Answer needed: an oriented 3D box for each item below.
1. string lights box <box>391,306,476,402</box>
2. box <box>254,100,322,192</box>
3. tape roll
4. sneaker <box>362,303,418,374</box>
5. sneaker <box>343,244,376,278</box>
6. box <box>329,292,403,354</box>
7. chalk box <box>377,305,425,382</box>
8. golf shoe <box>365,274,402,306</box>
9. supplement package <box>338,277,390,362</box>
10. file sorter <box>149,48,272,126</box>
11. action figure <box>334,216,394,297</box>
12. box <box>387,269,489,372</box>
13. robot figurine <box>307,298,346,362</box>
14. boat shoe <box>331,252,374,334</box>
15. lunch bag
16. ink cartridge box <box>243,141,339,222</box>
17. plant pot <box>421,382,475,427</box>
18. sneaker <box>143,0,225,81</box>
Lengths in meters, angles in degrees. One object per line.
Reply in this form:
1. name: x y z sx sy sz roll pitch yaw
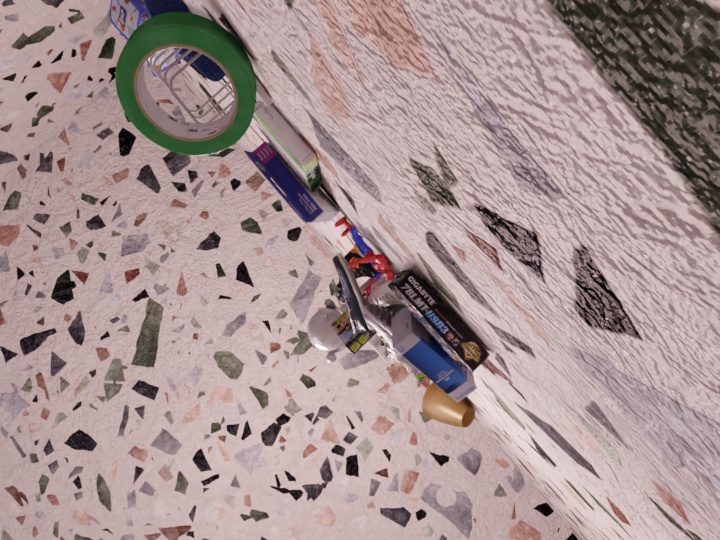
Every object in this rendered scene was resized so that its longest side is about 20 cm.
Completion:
1. string lights box: 0.154 0.173 1.141 0.199 0.059 0.103 42 -157 -19
2. box: -0.135 -0.235 1.050 0.145 0.036 0.200 49 178 3
3. tape roll: -0.255 -0.270 0.810 0.201 0.198 0.049 51 -158 -39
4. sneaker: 0.071 0.158 1.199 0.200 0.082 0.075 44 -158 -11
5. sneaker: 0.000 0.000 1.421 0.070 0.090 0.200 49 177 -25
6. box: 0.024 0.105 1.371 0.035 0.200 0.110 49 175 -37
7. chalk box: 0.129 0.166 1.331 0.125 0.124 0.200 45 176 30
8. golf shoe: 0.066 0.056 1.218 0.076 0.091 0.200 50 175 -9
9. supplement package: 0.061 0.132 1.536 0.111 0.155 0.201 45 176 45
10. file sorter: -0.269 -0.331 0.944 0.200 0.124 0.139 45 175 49
11. action figure: -0.005 -0.025 1.217 0.200 0.099 0.065 43 176 37
12. box: 0.135 0.087 1.010 0.199 0.050 0.200 47 179 1
13. robot figurine: -0.083 0.167 1.504 0.200 0.110 0.173 56 -152 -77
14. boat shoe: -0.027 0.056 1.250 0.075 0.061 0.202 -93 -19 -62
15. lunch bag: -0.635 -0.703 1.586 0.170 0.123 0.201 47 162 21
16. ink cartridge box: -0.141 -0.189 1.178 0.197 0.043 0.200 49 -169 2
17. plant pot: 0.403 0.607 2.414 0.199 0.187 0.187 24 159 48
18. sneaker: -0.335 -0.442 1.020 0.078 0.070 0.201 38 170 45
